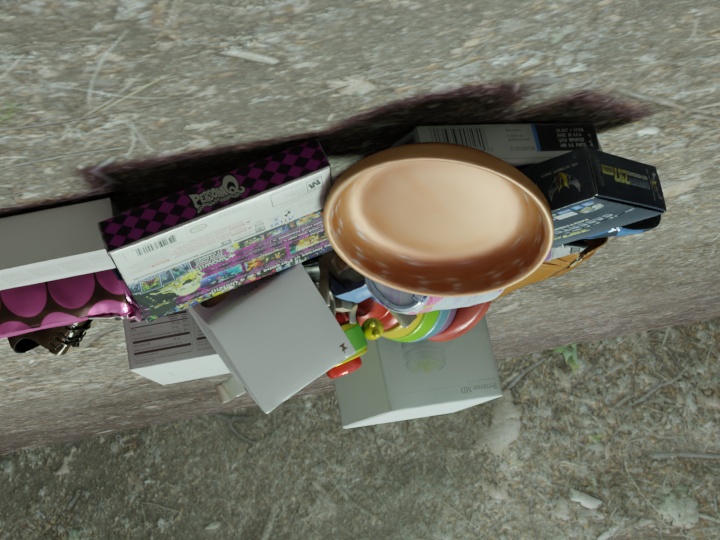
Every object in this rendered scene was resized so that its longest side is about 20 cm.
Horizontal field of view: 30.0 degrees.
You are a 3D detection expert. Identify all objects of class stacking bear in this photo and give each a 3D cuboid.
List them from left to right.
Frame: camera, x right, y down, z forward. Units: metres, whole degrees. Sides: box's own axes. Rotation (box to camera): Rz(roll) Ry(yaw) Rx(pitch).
[{"bbox_3d":[0.041,0.028,1.596,0.200,0.122,0.114,6,126,-50],"label":"stacking bear"}]

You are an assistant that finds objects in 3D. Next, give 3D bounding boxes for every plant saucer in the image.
[{"bbox_3d":[0.068,-0.047,1.161,0.199,0.038,0.200,6,145,4],"label":"plant saucer"}]

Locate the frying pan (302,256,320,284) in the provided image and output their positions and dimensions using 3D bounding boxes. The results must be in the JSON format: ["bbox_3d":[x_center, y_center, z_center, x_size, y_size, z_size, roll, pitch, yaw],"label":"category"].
[{"bbox_3d":[-0.063,-0.008,1.581,0.115,0.031,0.190,-17,165,23],"label":"frying pan"}]

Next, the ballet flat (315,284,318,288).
[{"bbox_3d":[-0.078,0.040,1.624,0.067,0.067,0.200,-30,173,-3],"label":"ballet flat"}]

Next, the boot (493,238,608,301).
[{"bbox_3d":[0.212,-0.015,1.741,0.199,0.074,0.155,-20,176,-23],"label":"boot"}]

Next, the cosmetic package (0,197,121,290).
[{"bbox_3d":[-0.311,-0.017,1.202,0.199,0.051,0.083,-11,172,-2],"label":"cosmetic package"}]

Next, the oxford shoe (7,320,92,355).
[{"bbox_3d":[-0.313,0.047,1.468,0.199,0.085,0.073,-20,165,36],"label":"oxford shoe"}]

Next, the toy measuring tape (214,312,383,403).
[{"bbox_3d":[-0.061,0.097,1.471,0.199,0.074,0.074,-22,174,-17],"label":"toy measuring tape"}]

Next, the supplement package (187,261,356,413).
[{"bbox_3d":[-0.099,0.051,1.375,0.114,0.110,0.200,-34,-164,-9],"label":"supplement package"}]

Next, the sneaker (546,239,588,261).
[{"bbox_3d":[0.214,-0.050,1.556,0.139,0.078,0.200,-18,177,23],"label":"sneaker"}]

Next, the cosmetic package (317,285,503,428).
[{"bbox_3d":[0.066,0.097,1.824,0.199,0.201,0.123,-4,168,-37],"label":"cosmetic package"}]

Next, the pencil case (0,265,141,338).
[{"bbox_3d":[-0.306,0.022,1.306,0.199,0.094,0.091,-13,170,14],"label":"pencil case"}]

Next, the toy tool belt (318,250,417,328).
[{"bbox_3d":[0.000,0.000,1.430,0.124,0.123,0.200,-17,168,30],"label":"toy tool belt"}]

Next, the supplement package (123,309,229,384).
[{"bbox_3d":[-0.189,0.063,1.609,0.155,0.111,0.200,-11,171,0],"label":"supplement package"}]

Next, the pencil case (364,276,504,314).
[{"bbox_3d":[0.085,-0.005,1.395,0.200,0.083,0.091,-1,125,-60],"label":"pencil case"}]

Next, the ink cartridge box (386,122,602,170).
[{"bbox_3d":[0.091,-0.087,1.268,0.197,0.044,0.200,-5,167,-30],"label":"ink cartridge box"}]

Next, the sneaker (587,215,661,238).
[{"bbox_3d":[0.237,-0.063,1.486,0.199,0.066,0.078,-1,160,-25],"label":"sneaker"}]

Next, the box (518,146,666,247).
[{"bbox_3d":[0.165,-0.055,1.263,0.199,0.051,0.157,-18,168,32],"label":"box"}]

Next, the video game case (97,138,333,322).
[{"bbox_3d":[-0.118,-0.031,1.190,0.199,0.036,0.181,-22,160,-6],"label":"video game case"}]
